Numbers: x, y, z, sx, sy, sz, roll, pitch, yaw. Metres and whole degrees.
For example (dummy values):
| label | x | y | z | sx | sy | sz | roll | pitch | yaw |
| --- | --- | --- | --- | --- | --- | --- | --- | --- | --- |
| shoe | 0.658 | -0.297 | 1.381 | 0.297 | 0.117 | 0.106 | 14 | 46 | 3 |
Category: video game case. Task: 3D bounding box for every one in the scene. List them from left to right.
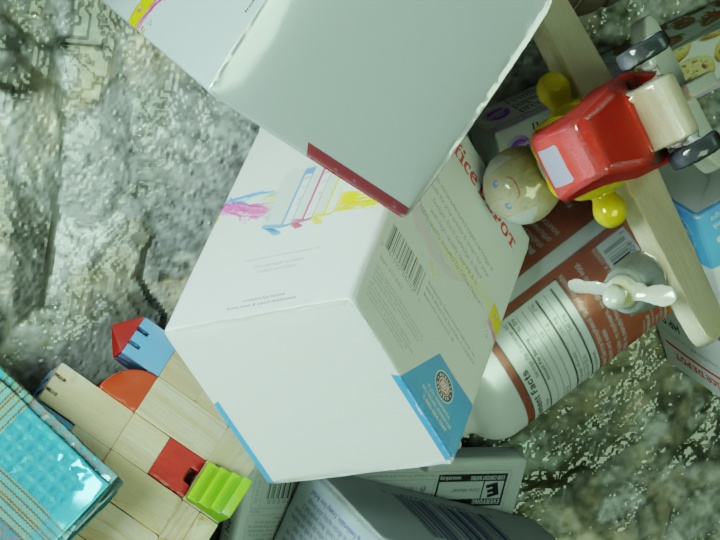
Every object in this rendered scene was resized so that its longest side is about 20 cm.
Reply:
| label | x | y | z | sx | sy | sz | roll | pitch | yaw |
| --- | --- | --- | --- | --- | --- | --- | --- | --- | --- |
| video game case | -0.003 | 0.195 | 1.648 | 0.199 | 0.022 | 0.183 | 1 | 113 | -30 |

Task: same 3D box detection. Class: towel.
| label | x | y | z | sx | sy | sz | roll | pitch | yaw |
| --- | --- | --- | --- | --- | --- | --- | --- | --- | --- |
| towel | -0.249 | 0.102 | 1.435 | 0.200 | 0.022 | 0.147 | 43 | 78 | -2 |

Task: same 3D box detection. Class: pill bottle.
| label | x | y | z | sx | sy | sz | roll | pitch | yaw |
| --- | --- | --- | --- | --- | --- | --- | --- | --- | --- |
| pill bottle | 0.093 | 0.029 | 1.597 | 0.200 | 0.112 | 0.113 | -37 | 122 | -10 |

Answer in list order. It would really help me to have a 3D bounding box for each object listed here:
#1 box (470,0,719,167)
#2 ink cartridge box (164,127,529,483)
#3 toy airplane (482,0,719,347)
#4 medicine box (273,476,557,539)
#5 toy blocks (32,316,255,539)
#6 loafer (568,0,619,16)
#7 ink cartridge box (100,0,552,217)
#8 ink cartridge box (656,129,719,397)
| label | x | y | z | sx | sy | sz | roll | pitch | yaw |
| --- | --- | --- | --- | --- | --- | --- | --- | --- | --- |
| box | 0.161 | -0.111 | 1.620 | 0.199 | 0.039 | 0.042 | -25 | 118 | -17 |
| ink cartridge box | 0.000 | 0.000 | 1.492 | 0.129 | 0.125 | 0.201 | 57 | 37 | -32 |
| toy airplane | 0.134 | -0.074 | 1.493 | 0.141 | 0.201 | 0.199 | -28 | 137 | 14 |
| medicine box | 0.022 | 0.243 | 1.608 | 0.181 | 0.103 | 0.201 | 16 | 105 | -34 |
| toy blocks | -0.142 | 0.109 | 1.508 | 0.136 | 0.100 | 0.201 | 35 | 71 | -7 |
| loafer | 0.089 | -0.217 | 1.520 | 0.071 | 0.073 | 0.200 | -38 | 121 | -9 |
| ink cartridge box | -0.027 | -0.151 | 1.413 | 0.145 | 0.200 | 0.145 | 31 | 96 | -32 |
| ink cartridge box | 0.233 | 0.016 | 1.661 | 0.068 | 0.116 | 0.201 | -29 | 119 | -13 |
